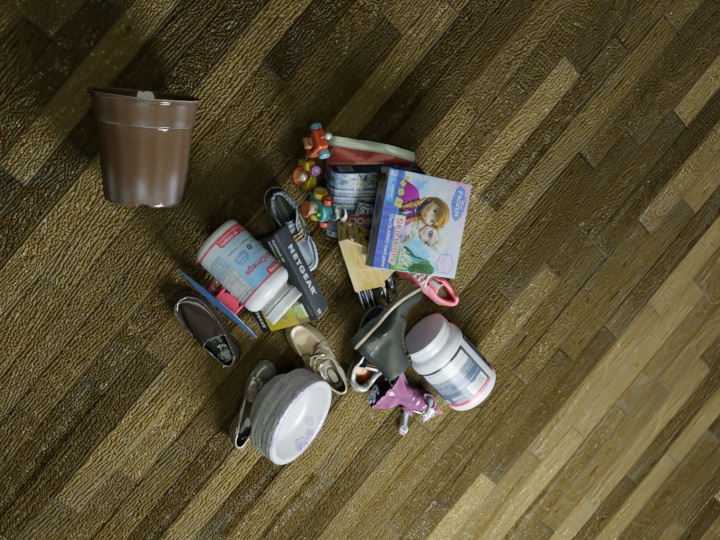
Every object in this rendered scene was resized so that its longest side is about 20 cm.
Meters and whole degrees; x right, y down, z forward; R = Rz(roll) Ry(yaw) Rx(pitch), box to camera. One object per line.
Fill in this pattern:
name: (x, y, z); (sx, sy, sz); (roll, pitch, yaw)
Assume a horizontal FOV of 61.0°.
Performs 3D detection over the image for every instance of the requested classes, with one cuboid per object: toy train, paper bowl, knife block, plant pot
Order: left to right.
plant pot: (-0.407, -0.232, 1.153); (0.198, 0.200, 0.201); (3, 108, -15)
paper bowl: (-0.161, 0.308, 1.333); (0.200, 0.104, 0.202); (-40, 143, -38)
toy train: (-0.094, -0.186, 1.243); (0.055, 0.150, 0.202); (-14, 88, -29)
knife block: (0.000, 0.000, 1.321); (0.198, 0.064, 0.176); (21, 127, -26)

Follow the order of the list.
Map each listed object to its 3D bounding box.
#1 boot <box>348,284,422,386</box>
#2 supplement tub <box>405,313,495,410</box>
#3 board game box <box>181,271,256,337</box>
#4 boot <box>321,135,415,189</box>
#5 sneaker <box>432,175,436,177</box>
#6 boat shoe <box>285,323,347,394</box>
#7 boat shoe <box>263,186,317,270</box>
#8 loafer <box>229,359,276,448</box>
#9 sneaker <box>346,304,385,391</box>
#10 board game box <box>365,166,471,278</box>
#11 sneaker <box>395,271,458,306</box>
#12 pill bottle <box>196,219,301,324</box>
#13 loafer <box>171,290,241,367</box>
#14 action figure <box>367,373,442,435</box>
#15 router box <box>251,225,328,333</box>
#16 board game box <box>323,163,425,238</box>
boot: (0.092, 0.142, 1.352); (0.200, 0.077, 0.139); (-41, 83, -4)
supplement tub: (0.205, 0.212, 1.419); (0.140, 0.140, 0.200); (-44, 108, -2)
board game box: (-0.275, 0.055, 1.235); (0.039, 0.199, 0.158); (-49, 149, -15)
boot: (0.016, -0.207, 1.325); (0.197, 0.072, 0.146); (5, 101, -8)
sneaker: (0.135, -0.107, 1.326); (0.070, 0.112, 0.203); (6, 84, -20)
boat shoe: (-0.092, 0.195, 1.377); (0.071, 0.065, 0.200); (-41, 108, -4)
boat shoe: (-0.146, -0.079, 1.294); (0.070, 0.091, 0.202); (-29, 107, -7)
loafer: (-0.236, 0.302, 1.363); (0.071, 0.063, 0.202); (21, 95, -17)
sneaker: (0.027, 0.182, 1.400); (0.078, 0.079, 0.202); (14, 96, -15)
board game box: (0.120, -0.095, 1.250); (0.197, 0.041, 0.202); (6, 97, -25)
sneaker: (0.153, 0.013, 1.393); (0.199, 0.087, 0.074); (37, 90, -18)
pill bottle: (-0.213, 0.006, 1.190); (0.200, 0.109, 0.109); (43, 89, -2)
loafer: (-0.322, 0.127, 1.301); (0.073, 0.071, 0.200); (-41, 108, -3)
action figure: (0.112, 0.297, 1.453); (0.199, 0.134, 0.150); (25, 51, -30)
router box: (-0.180, 0.022, 1.283); (0.156, 0.052, 0.201); (-17, 109, 31)
board game box: (0.025, -0.123, 1.309); (0.198, 0.062, 0.202); (-5, 123, -17)
